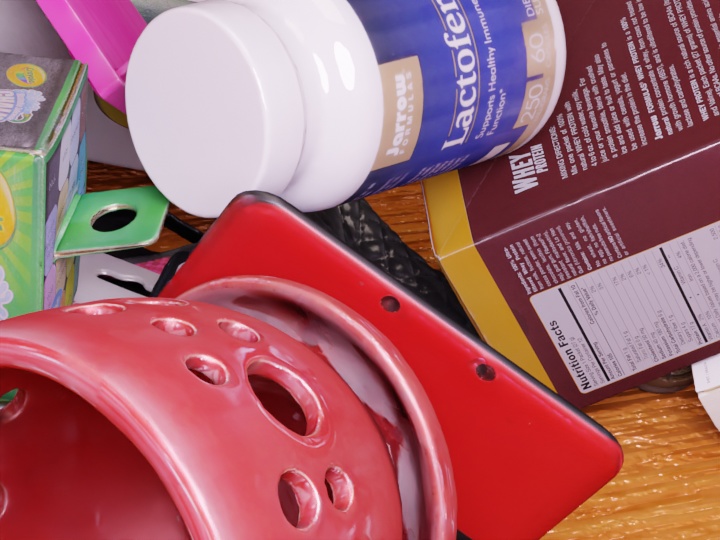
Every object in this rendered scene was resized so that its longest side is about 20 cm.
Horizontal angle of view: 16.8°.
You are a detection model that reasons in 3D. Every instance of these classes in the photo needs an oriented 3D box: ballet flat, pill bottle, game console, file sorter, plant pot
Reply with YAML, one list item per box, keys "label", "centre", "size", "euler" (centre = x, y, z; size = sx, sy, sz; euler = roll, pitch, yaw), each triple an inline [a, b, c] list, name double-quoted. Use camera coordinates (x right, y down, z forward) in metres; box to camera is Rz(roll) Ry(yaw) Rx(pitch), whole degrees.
- label: "ballet flat"
  centre: [0.000, 0.000, 1.319]
  size: [0.200, 0.067, 0.057]
  euler: [46, 17, 30]
- label: "pill bottle"
  centre: [-0.006, -0.091, 1.135]
  size: [0.115, 0.116, 0.199]
  euler: [29, 33, 35]
- label: "game console"
  centre: [0.010, 0.038, 1.093]
  size: [0.199, 0.119, 0.172]
  euler: [36, 18, -7]
- label: "file sorter"
  centre: [-0.085, -0.153, 1.241]
  size: [0.139, 0.125, 0.200]
  euler: [55, 6, 17]
- label: "plant pot"
  centre: [-0.075, 0.106, 0.957]
  size: [0.200, 0.202, 0.182]
  euler: [24, 21, 28]

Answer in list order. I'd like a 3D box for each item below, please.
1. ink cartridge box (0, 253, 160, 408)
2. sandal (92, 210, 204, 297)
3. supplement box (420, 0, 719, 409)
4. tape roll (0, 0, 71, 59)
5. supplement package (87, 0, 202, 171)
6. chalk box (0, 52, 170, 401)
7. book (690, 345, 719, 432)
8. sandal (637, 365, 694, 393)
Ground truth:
- label: "ink cartridge box"
  centre: [-0.158, 0.062, 1.148]
  size: [0.115, 0.067, 0.200]
  euler: [21, 29, 25]
- label: "sandal"
  centre: [-0.119, -0.009, 1.279]
  size: [0.199, 0.045, 0.075]
  euler: [15, 22, -29]
- label: "supplement box"
  centre: [0.141, -0.062, 1.272]
  size: [0.199, 0.133, 0.198]
  euler: [-22, 40, 11]
- label: "tape roll"
  centre: [-0.236, -0.078, 1.256]
  size: [0.071, 0.204, 0.202]
  euler: [25, 31, 30]
- label: "supplement package"
  centre: [-0.112, -0.144, 1.438]
  size: [0.199, 0.153, 0.151]
  euler: [11, 12, 5]
- label: "chalk box"
  centre: [-0.187, -0.024, 1.101]
  size: [0.198, 0.125, 0.125]
  euler: [7, 25, 1]
- label: "book"
  centre: [0.266, -0.004, 1.264]
  size: [0.199, 0.048, 0.134]
  euler: [-22, 41, 17]
- label: "sandal"
  centre: [0.146, 0.004, 1.377]
  size: [0.081, 0.055, 0.201]
  euler: [-1, 43, -16]
